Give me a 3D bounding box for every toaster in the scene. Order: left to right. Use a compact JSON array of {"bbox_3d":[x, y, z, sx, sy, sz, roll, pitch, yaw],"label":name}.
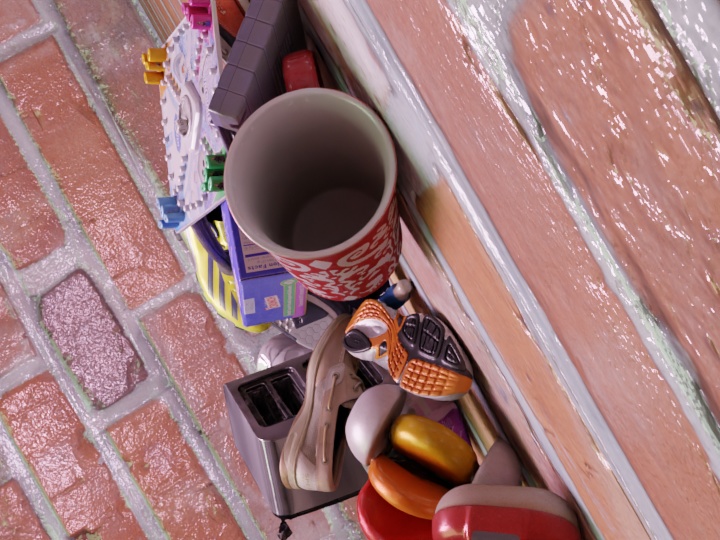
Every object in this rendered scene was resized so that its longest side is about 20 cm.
[{"bbox_3d":[-0.048,0.180,1.460,0.200,0.179,0.120,-133,27,-58],"label":"toaster"}]

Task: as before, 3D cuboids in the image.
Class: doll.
[{"bbox_3d":[0.000,0.000,1.342,0.135,0.049,0.201,14,140,36],"label":"doll"}]

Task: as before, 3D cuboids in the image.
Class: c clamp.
[{"bbox_3d":[-0.138,-0.062,1.465,0.173,0.027,0.200,68,-155,-17],"label":"c clamp"}]

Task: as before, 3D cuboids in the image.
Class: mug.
[{"bbox_3d":[-0.019,-0.069,1.060,0.132,0.180,0.200,16,168,11],"label":"mug"}]

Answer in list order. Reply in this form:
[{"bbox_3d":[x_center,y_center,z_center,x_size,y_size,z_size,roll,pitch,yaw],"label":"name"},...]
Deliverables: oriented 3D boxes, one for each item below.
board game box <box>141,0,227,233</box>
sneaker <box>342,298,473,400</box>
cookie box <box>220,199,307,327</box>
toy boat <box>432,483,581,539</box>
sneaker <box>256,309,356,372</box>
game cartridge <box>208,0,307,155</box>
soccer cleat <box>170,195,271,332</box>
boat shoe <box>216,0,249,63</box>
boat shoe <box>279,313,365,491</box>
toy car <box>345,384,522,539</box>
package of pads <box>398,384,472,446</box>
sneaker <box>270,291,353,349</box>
[{"bbox_3d":[-0.179,-0.156,1.303,0.200,0.026,0.203,156,108,-64],"label":"board game box"},{"bbox_3d":[0.067,0.085,1.276,0.091,0.076,0.200,28,-179,-31],"label":"sneaker"},{"bbox_3d":[-0.107,-0.063,1.332,0.171,0.074,0.203,105,155,-73],"label":"cookie box"},{"bbox_3d":[0.132,0.281,1.130,0.201,0.129,0.132,66,-150,-53],"label":"toy boat"},{"bbox_3d":[-0.032,0.111,1.665,0.099,0.199,0.079,36,140,37],"label":"sneaker"},{"bbox_3d":[-0.081,-0.149,1.084,0.038,0.131,0.200,14,165,7],"label":"game cartridge"},{"bbox_3d":[-0.159,-0.020,1.506,0.084,0.064,0.202,-38,80,43],"label":"soccer cleat"},{"bbox_3d":[-0.119,-0.212,1.379,0.071,0.062,0.201,52,172,44],"label":"boat shoe"},{"bbox_3d":[-0.023,0.137,1.331,0.072,0.064,0.202,66,-144,-49],"label":"boat shoe"},{"bbox_3d":[0.060,0.216,1.263,0.173,0.151,0.200,25,167,14],"label":"toy car"},{"bbox_3d":[0.057,0.148,1.568,0.201,0.075,0.121,54,172,45],"label":"package of pads"},{"bbox_3d":[-0.097,0.012,1.611,0.201,0.077,0.146,37,-157,2],"label":"sneaker"}]
